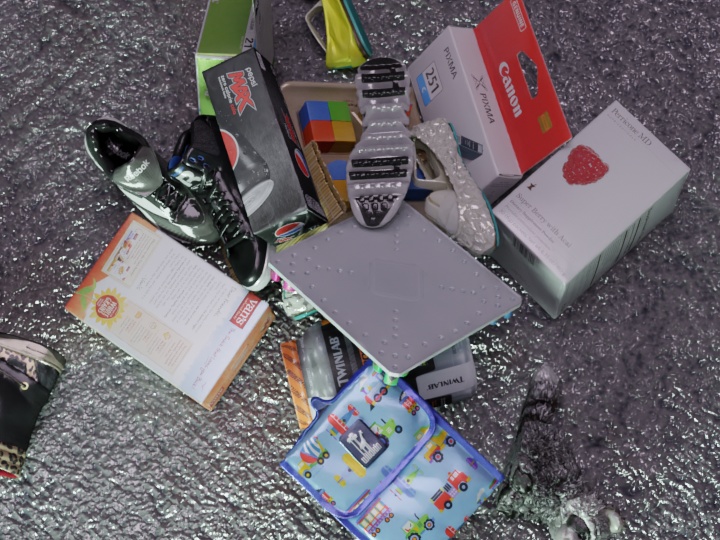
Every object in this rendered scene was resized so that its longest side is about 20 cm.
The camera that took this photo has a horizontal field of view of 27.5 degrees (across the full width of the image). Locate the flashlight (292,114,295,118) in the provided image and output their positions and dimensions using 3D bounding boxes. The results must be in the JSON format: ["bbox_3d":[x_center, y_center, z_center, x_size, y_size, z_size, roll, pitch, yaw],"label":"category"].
[{"bbox_3d":[-0.159,-0.124,1.729,0.198,0.068,0.069,-23,82,-2],"label":"flashlight"}]

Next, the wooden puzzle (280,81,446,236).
[{"bbox_3d":[0.006,-0.128,1.695,0.184,0.046,0.202,-1,69,-26],"label":"wooden puzzle"}]

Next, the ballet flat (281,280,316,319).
[{"bbox_3d":[0.000,0.000,1.630,0.199,0.072,0.072,-15,67,-31],"label":"ballet flat"}]

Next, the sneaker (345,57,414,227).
[{"bbox_3d":[0.026,-0.133,1.634,0.074,0.081,0.202,3,66,6],"label":"sneaker"}]

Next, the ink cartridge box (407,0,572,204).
[{"bbox_3d":[0.142,-0.194,1.688,0.044,0.176,0.202,-1,64,-36],"label":"ink cartridge box"}]

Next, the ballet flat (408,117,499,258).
[{"bbox_3d":[0.093,-0.089,1.642,0.071,0.072,0.201,-16,51,-4],"label":"ballet flat"}]

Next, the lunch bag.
[{"bbox_3d":[0.023,0.196,1.530,0.200,0.094,0.151,43,88,-11],"label":"lunch bag"}]

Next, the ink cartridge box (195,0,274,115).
[{"bbox_3d":[-0.146,-0.287,1.693,0.075,0.201,0.149,2,41,3],"label":"ink cartridge box"}]

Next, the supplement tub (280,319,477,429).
[{"bbox_3d":[0.019,0.102,1.603,0.198,0.123,0.124,-15,69,-3],"label":"supplement tub"}]

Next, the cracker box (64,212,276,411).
[{"bbox_3d":[-0.213,0.046,1.661,0.199,0.058,0.134,33,81,14],"label":"cracker box"}]

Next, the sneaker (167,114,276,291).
[{"bbox_3d":[-0.160,-0.076,1.618,0.111,0.073,0.202,12,57,-38],"label":"sneaker"}]

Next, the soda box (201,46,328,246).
[{"bbox_3d":[-0.104,-0.133,1.587,0.070,0.063,0.202,-23,71,12],"label":"soda box"}]

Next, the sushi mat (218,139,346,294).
[{"bbox_3d":[-0.092,-0.052,1.650,0.012,0.200,0.096,-5,63,-44],"label":"sushi mat"}]

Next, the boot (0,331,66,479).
[{"bbox_3d":[-0.440,0.141,1.635,0.198,0.073,0.152,13,70,1],"label":"boot"}]

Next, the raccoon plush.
[{"bbox_3d":[0.230,0.206,1.578,0.133,0.097,0.202,19,71,1],"label":"raccoon plush"}]

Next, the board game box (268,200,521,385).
[{"bbox_3d":[0.035,0.018,1.551,0.199,0.026,0.200,-27,55,-37],"label":"board game box"}]

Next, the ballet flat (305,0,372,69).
[{"bbox_3d":[-0.041,-0.335,1.806,0.067,0.067,0.202,-21,70,17],"label":"ballet flat"}]

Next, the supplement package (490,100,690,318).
[{"bbox_3d":[0.253,-0.068,1.660,0.200,0.120,0.121,-41,73,-13],"label":"supplement package"}]

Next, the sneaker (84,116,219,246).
[{"bbox_3d":[-0.236,-0.099,1.647,0.200,0.091,0.067,43,88,2],"label":"sneaker"}]
